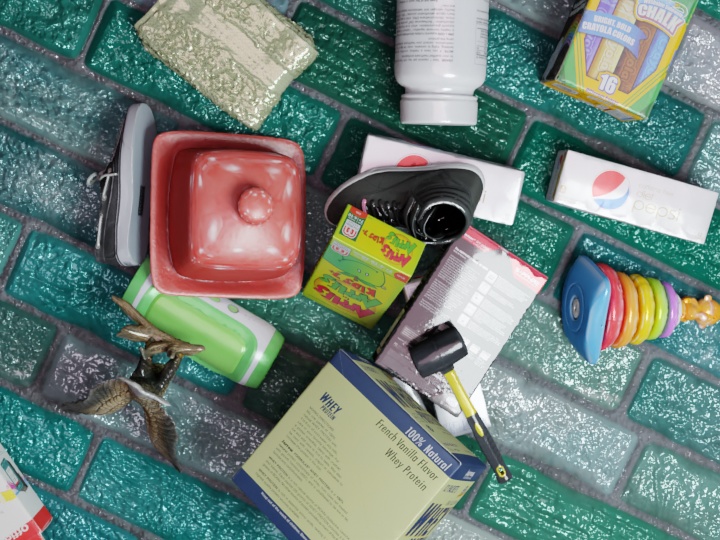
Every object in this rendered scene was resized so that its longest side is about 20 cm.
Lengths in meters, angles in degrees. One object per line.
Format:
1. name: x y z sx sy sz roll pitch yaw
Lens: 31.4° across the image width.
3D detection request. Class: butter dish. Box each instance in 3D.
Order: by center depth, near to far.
1. butter dish: -0.142 -0.070 1.523 0.197 0.148 0.203 2 86 -22

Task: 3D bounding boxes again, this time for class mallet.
1. mallet: 0.135 0.157 1.500 0.066 0.041 0.201 -35 102 4

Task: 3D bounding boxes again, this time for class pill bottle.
1. pill bottle: 0.097 -0.279 1.549 0.112 0.113 0.203 2 95 -1

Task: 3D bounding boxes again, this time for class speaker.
1. speaker: -0.196 0.065 1.590 0.199 0.088 0.089 31 94 -4

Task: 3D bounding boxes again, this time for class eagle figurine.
1. eagle figurine: -0.263 0.153 1.553 0.150 0.152 0.201 2 128 -41

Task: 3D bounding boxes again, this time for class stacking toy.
1. stacking toy: 0.359 0.048 1.599 0.197 0.110 0.118 1 111 -12

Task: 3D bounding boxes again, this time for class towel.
1. towel: -0.166 -0.284 1.582 0.199 0.036 0.149 40 94 -4

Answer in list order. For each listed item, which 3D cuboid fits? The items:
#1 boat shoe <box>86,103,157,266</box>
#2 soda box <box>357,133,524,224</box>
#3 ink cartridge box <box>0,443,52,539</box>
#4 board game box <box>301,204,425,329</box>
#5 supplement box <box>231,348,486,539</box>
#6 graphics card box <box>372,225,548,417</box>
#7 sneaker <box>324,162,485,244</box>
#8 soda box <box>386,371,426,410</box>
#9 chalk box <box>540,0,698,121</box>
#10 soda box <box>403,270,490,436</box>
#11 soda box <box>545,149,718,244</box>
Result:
1. boat shoe: -0.295 -0.107 1.580 0.067 0.074 0.202 2 89 18
2. soda box: 0.097 -0.113 1.577 0.197 0.064 0.069 13 98 -1
3. ink cartridge box: -0.474 0.305 1.615 0.116 0.067 0.201 -33 95 3
4. board game box: 0.000 0.000 1.530 0.101 0.200 0.048 26 66 -3
5. supplement box: 0.001 0.236 1.487 0.200 0.134 0.200 41 94 20
6. graphics card box: 0.117 0.058 1.528 0.125 0.051 0.201 32 92 -6
7. sneaker: 0.046 -0.071 1.496 0.197 0.100 0.071 -9 121 14
8. soda box: -0.016 0.197 1.615 0.198 0.063 0.069 -28 95 2
9. chalk box: 0.319 -0.297 1.546 0.123 0.125 0.202 24 96 -3
10. soda box: 0.105 0.101 1.599 0.063 0.068 0.203 -14 96 0
11. soda box: 0.337 -0.092 1.596 0.198 0.064 0.069 16 95 -2
